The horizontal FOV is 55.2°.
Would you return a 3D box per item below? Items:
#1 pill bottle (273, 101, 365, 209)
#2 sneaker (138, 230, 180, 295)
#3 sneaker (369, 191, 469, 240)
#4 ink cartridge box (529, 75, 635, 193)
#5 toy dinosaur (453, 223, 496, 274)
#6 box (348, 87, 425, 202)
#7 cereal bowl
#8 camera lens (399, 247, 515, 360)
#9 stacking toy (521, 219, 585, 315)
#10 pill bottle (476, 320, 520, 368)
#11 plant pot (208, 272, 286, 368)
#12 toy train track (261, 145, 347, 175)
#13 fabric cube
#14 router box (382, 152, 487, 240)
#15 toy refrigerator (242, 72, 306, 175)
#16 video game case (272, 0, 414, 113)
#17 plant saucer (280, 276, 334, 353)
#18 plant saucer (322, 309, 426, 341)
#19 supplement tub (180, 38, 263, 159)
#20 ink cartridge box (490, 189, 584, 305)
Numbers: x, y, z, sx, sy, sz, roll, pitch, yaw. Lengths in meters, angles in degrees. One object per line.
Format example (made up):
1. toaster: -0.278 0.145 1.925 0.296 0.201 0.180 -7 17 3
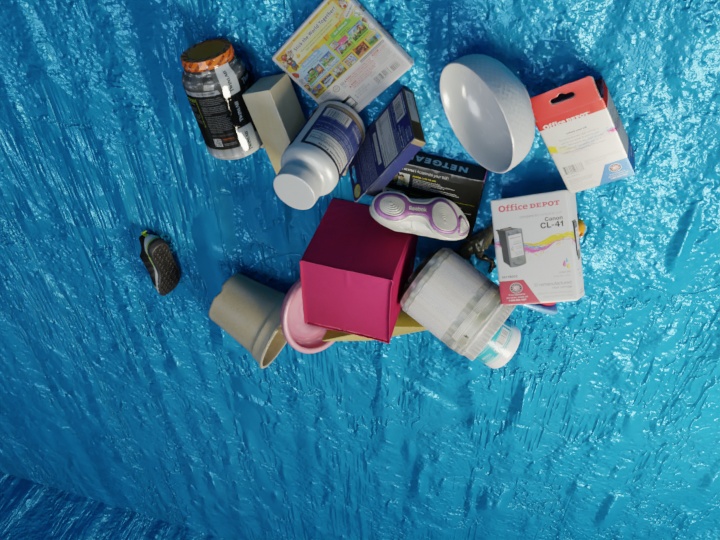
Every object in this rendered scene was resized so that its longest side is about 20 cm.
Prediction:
1. pill bottle: -0.076 -0.207 1.251 0.110 0.200 0.111 18 143 14
2. sneaker: -0.519 -0.025 1.763 0.083 0.072 0.201 32 141 26
3. sneaker: 0.112 -0.106 1.330 0.199 0.075 0.100 15 171 -9
4. ink cartridge box: 0.372 -0.238 1.157 0.116 0.067 0.200 -15 125 33
5. toy dinosaur: 0.257 -0.050 1.410 0.088 0.048 0.200 38 132 -6
6. box: 0.043 -0.224 1.275 0.032 0.122 0.200 11 145 -32
7. cereal bowl: 0.220 -0.268 1.140 0.200 0.083 0.200 54 167 19
8. camera lens: 0.193 0.064 1.400 0.200 0.160 0.160 38 138 10
9. stacking toy: 0.381 -0.020 1.359 0.109 0.116 0.201 15 123 -23
10. pill bottle: 0.248 0.124 1.536 0.199 0.111 0.111 33 136 -10
11. plant pot: -0.263 0.108 1.696 0.183 0.201 0.201 30 138 7
12. toy train track: -0.123 -0.232 1.399 0.199 0.033 0.115 20 137 5
13. fabric cube: 0.000 0.000 1.454 0.199 0.200 0.197 13 135 10
14. router box: 0.136 -0.151 1.354 0.199 0.051 0.150 15 135 9
15. toy refrigerator: -0.146 -0.262 1.310 0.070 0.076 0.201 -1 128 29
16. video game case: -0.034 -0.376 1.228 0.182 0.023 0.200 41 135 -18
17. plant saucer: -0.111 0.092 1.612 0.051 0.200 0.201 21 146 45
18. plant saucer: 0.041 0.127 1.611 0.199 0.049 0.199 -15 166 36
19. supplement tub: -0.260 -0.322 1.302 0.122 0.123 0.201 4 134 19
20. ink cartridge box: 0.329 -0.042 1.282 0.147 0.086 0.201 -6 93 26
